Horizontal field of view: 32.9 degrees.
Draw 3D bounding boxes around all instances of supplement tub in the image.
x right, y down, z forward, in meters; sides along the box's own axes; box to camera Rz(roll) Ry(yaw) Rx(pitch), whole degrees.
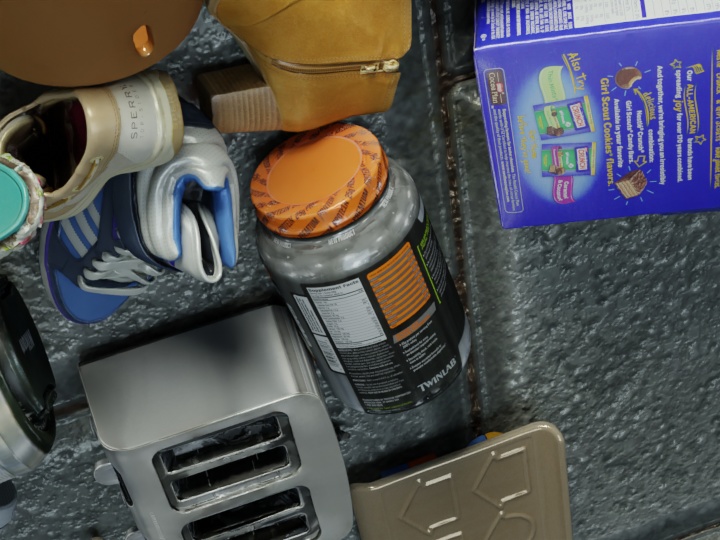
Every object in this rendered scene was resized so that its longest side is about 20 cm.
[{"bbox_3d":[0.000,0.000,0.884,0.122,0.123,0.201,-25,130,-2],"label":"supplement tub"}]

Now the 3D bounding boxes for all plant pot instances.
[{"bbox_3d":[-0.156,-0.194,0.643,0.199,0.201,0.140,-15,146,-10],"label":"plant pot"}]

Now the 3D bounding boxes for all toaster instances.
[{"bbox_3d":[-0.101,0.136,0.947,0.199,0.119,0.182,-17,131,-7],"label":"toaster"}]

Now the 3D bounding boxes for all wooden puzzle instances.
[{"bbox_3d":[0.096,0.225,1.148,0.199,0.046,0.186,-16,129,-4],"label":"wooden puzzle"}]

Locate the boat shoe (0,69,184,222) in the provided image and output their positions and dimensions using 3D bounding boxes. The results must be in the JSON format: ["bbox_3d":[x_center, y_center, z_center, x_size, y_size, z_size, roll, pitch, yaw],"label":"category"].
[{"bbox_3d":[-0.186,-0.073,0.730,0.069,0.074,0.199,-10,173,-43],"label":"boat shoe"}]

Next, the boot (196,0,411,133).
[{"bbox_3d":[-0.035,-0.180,0.777,0.143,0.071,0.202,-15,133,-19],"label":"boot"}]

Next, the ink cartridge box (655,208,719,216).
[{"bbox_3d":[0.326,-0.109,0.931,0.198,0.041,0.201,-5,135,8],"label":"ink cartridge box"}]

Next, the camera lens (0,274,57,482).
[{"bbox_3d":[-0.311,0.084,0.797,0.199,0.160,0.161,-22,131,-5],"label":"camera lens"}]

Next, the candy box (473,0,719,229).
[{"bbox_3d":[0.187,-0.119,0.848,0.198,0.077,0.170,-4,136,11],"label":"candy box"}]

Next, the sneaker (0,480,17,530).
[{"bbox_3d":[-0.361,0.185,0.912,0.199,0.073,0.071,14,116,-30],"label":"sneaker"}]

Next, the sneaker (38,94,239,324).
[{"bbox_3d":[-0.142,-0.015,0.793,0.080,0.147,0.201,2,123,-37],"label":"sneaker"}]

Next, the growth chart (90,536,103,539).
[{"bbox_3d":[-0.300,0.310,1.069,0.199,0.018,0.145,-19,131,-6],"label":"growth chart"}]

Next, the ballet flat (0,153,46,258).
[{"bbox_3d":[-0.259,-0.028,0.718,0.199,0.076,0.064,-7,171,20],"label":"ballet flat"}]
